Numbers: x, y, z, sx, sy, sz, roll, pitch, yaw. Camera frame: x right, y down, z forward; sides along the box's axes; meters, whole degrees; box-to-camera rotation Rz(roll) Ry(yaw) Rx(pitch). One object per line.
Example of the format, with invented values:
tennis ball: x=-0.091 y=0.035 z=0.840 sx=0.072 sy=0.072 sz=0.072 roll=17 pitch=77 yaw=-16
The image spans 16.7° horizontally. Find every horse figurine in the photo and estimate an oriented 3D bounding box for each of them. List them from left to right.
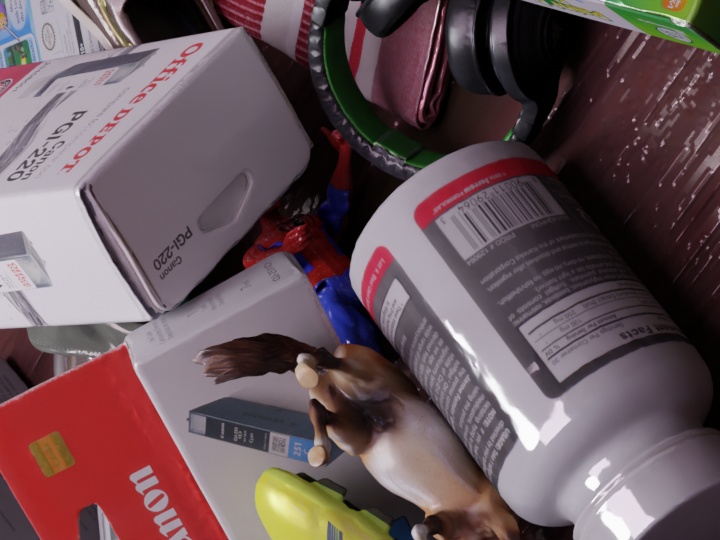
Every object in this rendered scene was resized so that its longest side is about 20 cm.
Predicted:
horse figurine: x=0.018 y=0.086 z=1.125 sx=0.200 sy=0.133 sz=0.050 roll=42 pitch=100 yaw=1

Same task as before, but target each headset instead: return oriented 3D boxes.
headset: x=0.051 y=-0.135 z=1.163 sx=0.123 sy=0.094 sz=0.200 roll=30 pitch=128 yaw=13

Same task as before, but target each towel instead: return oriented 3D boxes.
towel: x=-0.015 y=-0.175 z=1.265 sx=0.200 sy=0.023 sz=0.144 roll=32 pitch=119 yaw=41

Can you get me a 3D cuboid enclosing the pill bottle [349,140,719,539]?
pill bottle: x=0.090 y=0.045 z=1.116 sx=0.200 sy=0.111 sz=0.111 roll=54 pitch=129 yaw=28

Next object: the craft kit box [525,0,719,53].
craft kit box: x=0.104 y=-0.209 z=1.037 sx=0.197 sy=0.049 sz=0.200 roll=21 pitch=87 yaw=40

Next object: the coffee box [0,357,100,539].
coffee box: x=-0.273 y=0.195 z=1.446 sx=0.200 sy=0.200 sz=0.198 roll=47 pitch=126 yaw=32

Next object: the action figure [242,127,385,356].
action figure: x=0.000 y=0.000 z=1.228 sx=0.200 sy=0.065 sz=0.099 roll=44 pitch=147 yaw=33

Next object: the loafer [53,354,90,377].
loafer: x=-0.128 y=0.025 z=1.366 sx=0.071 sy=0.073 sz=0.200 roll=-14 pitch=85 yaw=46

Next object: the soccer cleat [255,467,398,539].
soccer cleat: x=0.009 y=0.176 z=1.169 sx=0.200 sy=0.084 sz=0.065 roll=50 pitch=166 yaw=-24

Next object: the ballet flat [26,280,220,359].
ballet flat: x=-0.087 y=0.036 z=1.306 sx=0.200 sy=0.067 sz=0.064 roll=14 pitch=126 yaw=14

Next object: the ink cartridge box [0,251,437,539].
ink cartridge box: x=-0.066 y=0.117 z=1.196 sx=0.200 sy=0.176 sz=0.045 roll=63 pitch=177 yaw=-21

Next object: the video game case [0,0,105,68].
video game case: x=-0.201 y=-0.171 z=1.425 sx=0.182 sy=0.024 sz=0.200 roll=-15 pitch=84 yaw=45

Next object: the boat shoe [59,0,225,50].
boat shoe: x=-0.115 y=-0.144 z=1.318 sx=0.060 sy=0.072 sz=0.200 roll=-31 pitch=86 yaw=52

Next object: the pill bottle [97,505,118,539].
pill bottle: x=-0.077 y=0.199 z=1.305 sx=0.114 sy=0.114 sz=0.200 roll=-3 pitch=93 yaw=46

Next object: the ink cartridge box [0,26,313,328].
ink cartridge box: x=-0.146 y=-0.043 z=1.244 sx=0.200 sy=0.146 sz=0.085 roll=-2 pitch=126 yaw=42
